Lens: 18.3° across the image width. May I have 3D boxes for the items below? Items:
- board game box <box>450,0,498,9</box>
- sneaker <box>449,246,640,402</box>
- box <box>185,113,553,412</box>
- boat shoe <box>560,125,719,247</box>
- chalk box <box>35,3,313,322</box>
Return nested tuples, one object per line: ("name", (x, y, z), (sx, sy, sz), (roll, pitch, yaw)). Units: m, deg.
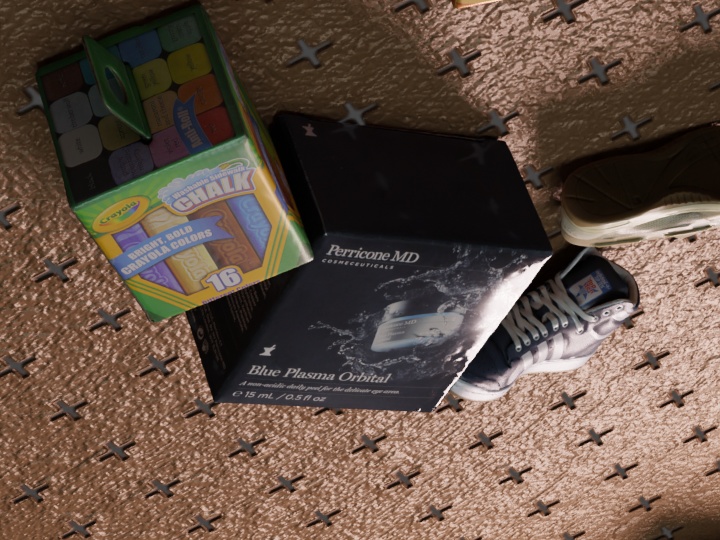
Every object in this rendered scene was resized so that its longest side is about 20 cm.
("board game box", (0.120, -0.298, 1.216), (0.199, 0.200, 0.200), (-13, 145, -11))
("sneaker", (0.143, 0.039, 1.780), (0.200, 0.070, 0.109), (-12, 152, -47))
("box", (0.000, 0.000, 1.641), (0.196, 0.118, 0.200), (4, 138, -31))
("boat shoe", (0.251, -0.060, 1.727), (0.199, 0.072, 0.065), (-13, 154, -6))
("chalk box", (-0.128, -0.081, 1.459), (0.124, 0.125, 0.200), (-21, 147, 3))
